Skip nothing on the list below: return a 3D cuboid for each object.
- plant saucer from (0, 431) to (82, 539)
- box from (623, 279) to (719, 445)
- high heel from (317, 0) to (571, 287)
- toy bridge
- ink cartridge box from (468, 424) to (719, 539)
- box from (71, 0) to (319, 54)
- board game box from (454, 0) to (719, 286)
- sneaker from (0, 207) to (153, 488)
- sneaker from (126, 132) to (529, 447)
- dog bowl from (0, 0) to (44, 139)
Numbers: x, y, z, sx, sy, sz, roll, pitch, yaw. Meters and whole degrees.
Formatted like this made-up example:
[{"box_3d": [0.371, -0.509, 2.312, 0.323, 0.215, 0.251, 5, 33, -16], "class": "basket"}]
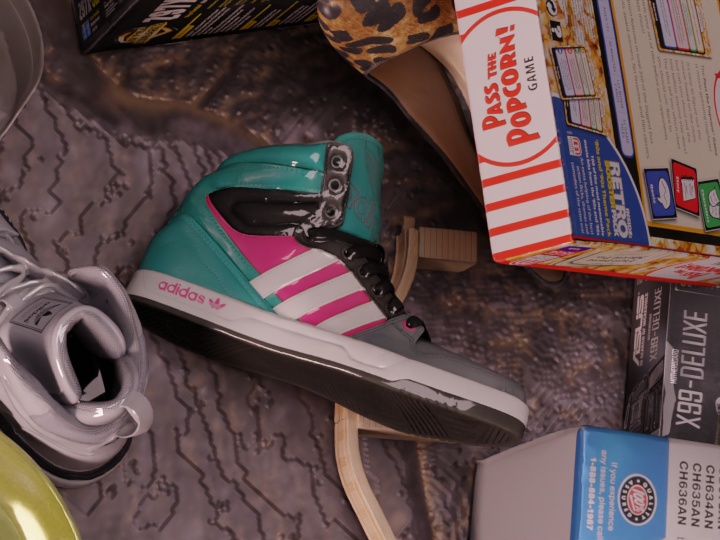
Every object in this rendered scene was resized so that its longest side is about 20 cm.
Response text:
[{"box_3d": [-0.216, 0.155, 1.280, 0.199, 0.031, 0.202, 1, 87, -23], "class": "plant saucer"}, {"box_3d": [0.219, 0.008, 1.483, 0.157, 0.050, 0.201, 9, 76, -18], "class": "box"}, {"box_3d": [0.049, -0.067, 1.384, 0.200, 0.071, 0.144, 7, 68, -58], "class": "high heel"}, {"box_3d": [0.022, 0.072, 1.410, 0.067, 0.027, 0.201, 5, 77, -18], "class": "toy bridge"}, {"box_3d": [0.164, 0.166, 1.379, 0.199, 0.145, 0.148, 9, 75, -17], "class": "ink cartridge box"}, {"box_3d": [-0.034, -0.154, 1.342, 0.159, 0.200, 0.050, -8, 82, -21], "class": "box"}, {"box_3d": [0.123, -0.075, 1.360, 0.199, 0.046, 0.153, 7, 72, -54], "class": "board game box"}, {"box_3d": [-0.163, 0.006, 1.308, 0.075, 0.115, 0.200, -39, 94, -23], "class": "sneaker"}, {"box_3d": [0.000, 0.000, 1.374, 0.199, 0.084, 0.121, 21, 74, 6], "class": "sneaker"}, {"box_3d": [-0.242, -0.100, 1.283, 0.199, 0.059, 0.201, 18, 37, -14], "class": "dog bowl"}]
